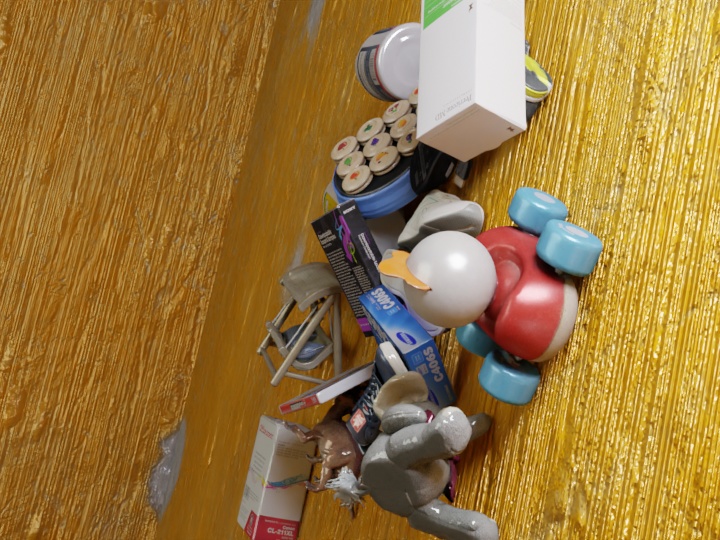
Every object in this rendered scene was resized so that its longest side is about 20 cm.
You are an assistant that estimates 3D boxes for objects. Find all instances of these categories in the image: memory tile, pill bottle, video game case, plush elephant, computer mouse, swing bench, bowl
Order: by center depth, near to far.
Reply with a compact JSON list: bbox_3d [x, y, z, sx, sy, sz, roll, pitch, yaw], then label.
[{"bbox_3d":[0.076,0.199,1.001,0.198,0.167,0.155,-12,19,36],"label":"plush elephant"},{"bbox_3d":[0.122,-0.151,1.179,0.201,0.045,0.142,116,153,-47],"label":"computer mouse"},{"bbox_3d":[0.045,-0.201,1.353,0.198,0.017,0.154,-34,34,11],"label":"memory tile"},{"bbox_3d":[0.042,-0.165,1.365,0.198,0.039,0.202,-27,36,21],"label":"bowl"},{"bbox_3d":[-0.035,0.173,1.373,0.018,0.141,0.200,64,156,3],"label":"video game case"},{"bbox_3d":[0.009,-0.089,1.462,0.200,0.111,0.115,-129,55,-69],"label":"pill bottle"},{"bbox_3d":[0.058,-0.339,1.496,0.200,0.118,0.122,-144,70,-72],"label":"pill bottle"},{"bbox_3d":[-0.085,0.091,1.584,0.199,0.128,0.203,-143,69,-72],"label":"swing bench"}]

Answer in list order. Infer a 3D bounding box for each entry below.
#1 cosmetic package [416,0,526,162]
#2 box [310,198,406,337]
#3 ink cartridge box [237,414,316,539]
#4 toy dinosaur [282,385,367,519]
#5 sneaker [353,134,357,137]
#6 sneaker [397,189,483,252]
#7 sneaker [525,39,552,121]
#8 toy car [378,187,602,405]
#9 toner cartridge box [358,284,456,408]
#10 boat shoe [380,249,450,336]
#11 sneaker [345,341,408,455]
[{"bbox_3d":[0.129,-0.243,1.050,0.107,0.084,0.203,-26,53,48],"label":"cosmetic package"},{"bbox_3d":[0.000,0.000,1.354,0.202,0.036,0.143,63,160,-4],"label":"box"},{"bbox_3d":[-0.150,0.376,1.636,0.145,0.081,0.204,177,107,-72],"label":"ink cartridge box"},{"bbox_3d":[-0.027,0.261,1.368,0.134,0.086,0.202,-28,55,5],"label":"toy dinosaur"},{"bbox_3d":[0.029,-0.200,1.524,0.200,0.089,0.076,140,142,-62],"label":"sneaker"},{"bbox_3d":[0.108,-0.075,1.216,0.200,0.070,0.081,-19,49,68],"label":"sneaker"},{"bbox_3d":[0.172,-0.244,1.136,0.201,0.073,0.085,-101,30,-54],"label":"sneaker"},{"bbox_3d":[0.108,0.006,0.929,0.177,0.197,0.187,-112,40,-62],"label":"toy car"},{"bbox_3d":[0.057,0.098,1.177,0.096,0.043,0.200,66,173,-23],"label":"toner cartridge box"},{"bbox_3d":[0.087,0.028,1.210,0.200,0.059,0.075,-136,54,-62],"label":"boat shoe"},{"bbox_3d":[0.022,0.171,1.138,0.202,0.083,0.075,83,162,-47],"label":"sneaker"}]
